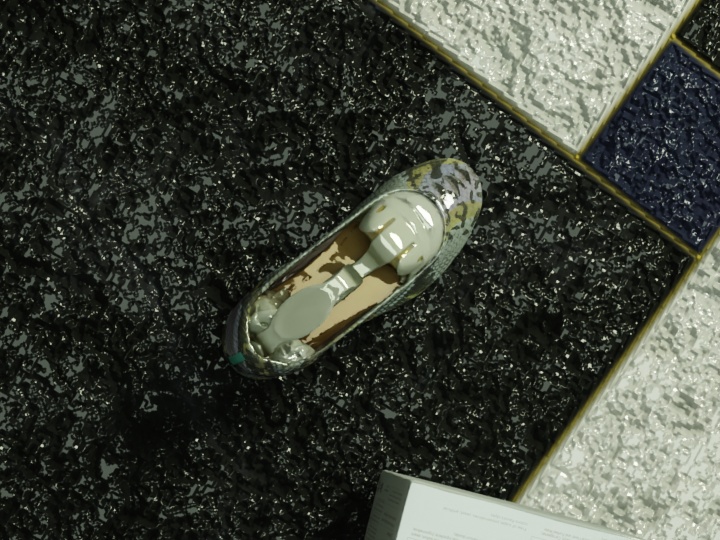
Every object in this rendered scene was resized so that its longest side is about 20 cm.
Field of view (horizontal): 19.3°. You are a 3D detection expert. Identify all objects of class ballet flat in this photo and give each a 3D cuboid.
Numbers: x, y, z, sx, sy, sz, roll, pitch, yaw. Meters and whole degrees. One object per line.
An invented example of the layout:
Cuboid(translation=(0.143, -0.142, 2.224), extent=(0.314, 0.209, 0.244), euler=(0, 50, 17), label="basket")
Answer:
Cuboid(translation=(0.000, 0.000, 1.333), extent=(0.200, 0.072, 0.072), euler=(-38, 90, -6), label="ballet flat")

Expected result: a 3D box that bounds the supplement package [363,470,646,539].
Cuboid(translation=(0.067, 0.237, 1.283), extent=(0.150, 0.152, 0.200), euler=(15, 86, -4), label="supplement package")
